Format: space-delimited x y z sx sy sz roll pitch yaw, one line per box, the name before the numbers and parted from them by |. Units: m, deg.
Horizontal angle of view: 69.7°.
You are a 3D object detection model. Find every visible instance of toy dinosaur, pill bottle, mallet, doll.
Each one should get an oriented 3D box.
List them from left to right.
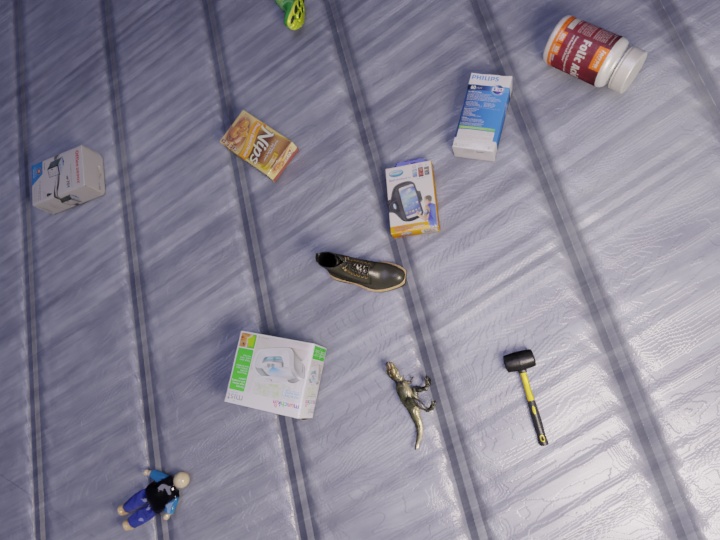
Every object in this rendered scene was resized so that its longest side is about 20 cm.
doll | -0.516 0.564 1.296 0.200 0.048 0.137 -33 70 8
toy dinosaur | 0.125 0.290 1.165 0.088 0.047 0.200 -30 70 24
mallet | 0.352 0.272 1.104 0.066 0.041 0.200 -9 78 14
pill bottle | 0.537 -0.495 1.190 0.200 0.114 0.114 37 89 22

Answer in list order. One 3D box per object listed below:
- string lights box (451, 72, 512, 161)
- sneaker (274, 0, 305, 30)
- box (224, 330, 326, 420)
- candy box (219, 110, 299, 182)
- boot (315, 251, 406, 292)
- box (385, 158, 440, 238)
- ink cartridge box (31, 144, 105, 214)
string lights box | 0.300 -0.376 1.265 0.103 0.059 0.200 13 81 19
sneaker | -0.211 -0.783 1.521 0.083 0.074 0.200 -7 65 13
box | -0.203 0.252 1.251 0.200 0.097 0.177 8 77 18
candy box | -0.283 -0.349 1.443 0.200 0.055 0.115 36 89 22
boot | 0.000 0.000 1.224 0.200 0.138 0.078 2 78 17
box | 0.128 -0.187 1.283 0.119 0.041 0.200 -8 77 15
ink cartridge box | -0.911 -0.282 1.609 0.200 0.086 0.147 -18 72 14
